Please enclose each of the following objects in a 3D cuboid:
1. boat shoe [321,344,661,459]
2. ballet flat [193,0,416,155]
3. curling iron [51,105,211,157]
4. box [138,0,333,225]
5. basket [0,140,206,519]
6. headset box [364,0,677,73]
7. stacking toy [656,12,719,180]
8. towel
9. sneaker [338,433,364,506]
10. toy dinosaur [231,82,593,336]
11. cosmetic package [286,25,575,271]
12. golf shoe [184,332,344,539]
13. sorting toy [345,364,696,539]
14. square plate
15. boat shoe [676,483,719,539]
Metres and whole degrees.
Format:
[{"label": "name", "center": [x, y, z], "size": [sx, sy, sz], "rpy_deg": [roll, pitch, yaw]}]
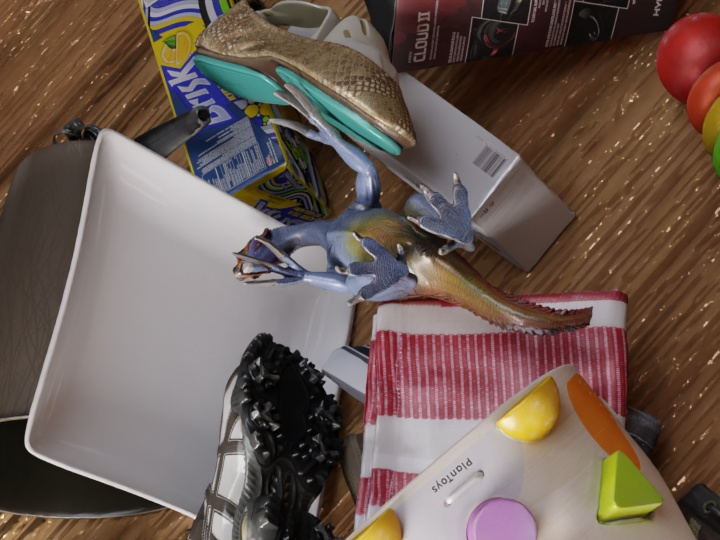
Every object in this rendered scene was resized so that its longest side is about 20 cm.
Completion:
[{"label": "boat shoe", "center": [0.072, 0.070, 1.110], "size": [0.199, 0.072, 0.068], "rpy_deg": [20, 78, 32]}, {"label": "ballet flat", "center": [-0.025, -0.122, 1.152], "size": [0.200, 0.071, 0.065], "rpy_deg": [27, 78, 46]}, {"label": "curling iron", "center": [-0.147, -0.081, 1.280], "size": [0.026, 0.050, 0.200], "rpy_deg": [-41, 17, -27]}, {"label": "box", "center": [-0.084, -0.113, 1.293], "size": [0.064, 0.070, 0.201], "rpy_deg": [-27, 55, 12]}, {"label": "basket", "center": [-0.171, 0.033, 1.229], "size": [0.179, 0.136, 0.201], "rpy_deg": [-4, 58, 9]}, {"label": "headset box", "center": [0.075, -0.205, 1.196], "size": [0.199, 0.075, 0.149], "rpy_deg": [-10, 56, -10]}, {"label": "stacking toy", "center": [0.223, -0.070, 1.104], "size": [0.085, 0.085, 0.200], "rpy_deg": [-35, 46, 9]}, {"label": "towel", "center": [0.067, 0.106, 1.047], "size": [0.143, 0.023, 0.201], "rpy_deg": [-2, 67, 19]}, {"label": "sneaker", "center": [0.058, 0.162, 1.085], "size": [0.075, 0.071, 0.200], "rpy_deg": [-27, 59, -6]}, {"label": "toy dinosaur", "center": [0.000, 0.000, 1.090], "size": [0.200, 0.181, 0.105], "rpy_deg": [43, 77, -4]}, {"label": "cosmetic package", "center": [0.033, -0.081, 1.204], "size": [0.051, 0.082, 0.200], "rpy_deg": [-52, 52, 2]}, {"label": "golf shoe", "center": [-0.061, 0.121, 1.078], "size": [0.094, 0.078, 0.200], "rpy_deg": [-39, 31, 30]}, {"label": "sorting toy", "center": [0.093, 0.164, 0.947], "size": [0.200, 0.107, 0.180], "rpy_deg": [-39, 78, -13]}, {"label": "square plate", "center": [-0.093, 0.047, 1.140], "size": [0.028, 0.200, 0.199], "rpy_deg": [-20, 51, 46]}, {"label": "boat shoe", "center": [0.225, 0.161, 0.976], "size": [0.200, 0.073, 0.065], "rpy_deg": [24, 83, 36]}]
